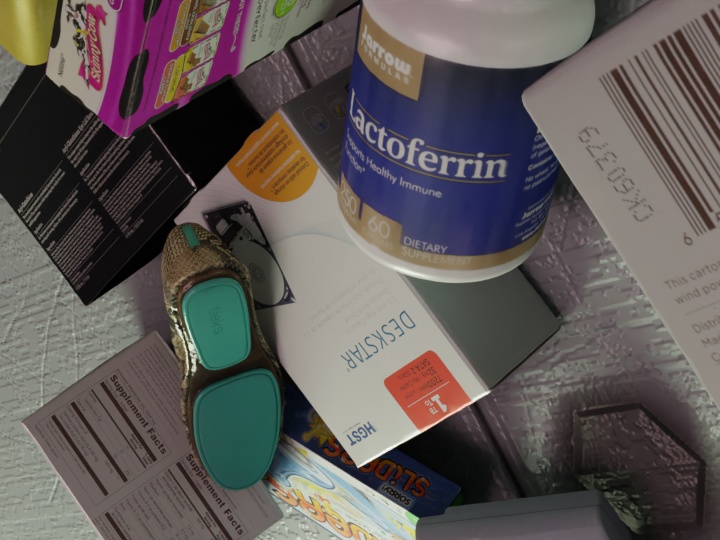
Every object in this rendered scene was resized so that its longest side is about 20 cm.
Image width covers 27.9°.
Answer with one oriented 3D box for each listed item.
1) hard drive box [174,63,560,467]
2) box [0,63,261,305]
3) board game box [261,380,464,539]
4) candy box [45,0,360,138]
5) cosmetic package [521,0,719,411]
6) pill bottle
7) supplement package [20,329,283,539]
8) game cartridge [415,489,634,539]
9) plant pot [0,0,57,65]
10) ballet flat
[{"bbox_3d":[0.000,0.000,0.884,0.200,0.077,0.156,52,141,1],"label":"hard drive box"},{"bbox_3d":[-0.169,-0.084,0.988,0.141,0.079,0.200,51,141,-1],"label":"box"},{"bbox_3d":[-0.013,0.145,1.003,0.200,0.034,0.135,28,153,28],"label":"board game box"},{"bbox_3d":[-0.057,-0.168,0.721,0.061,0.200,0.137,40,137,16],"label":"candy box"},{"bbox_3d":[0.205,-0.066,0.537,0.165,0.200,0.165,-30,95,50],"label":"cosmetic package"},{"bbox_3d":[0.053,-0.102,0.728,0.116,0.116,0.200,31,135,25],"label":"pill bottle"},{"bbox_3d":[-0.153,0.145,1.051,0.156,0.111,0.200,55,166,2],"label":"supplement package"},{"bbox_3d":[0.122,0.226,0.909,0.133,0.042,0.200,-8,121,19],"label":"game cartridge"},{"bbox_3d":[-0.180,-0.238,0.810,0.200,0.200,0.177,41,150,14],"label":"plant pot"},{"bbox_3d":[-0.089,0.049,0.914,0.075,0.068,0.200,-118,16,-45],"label":"ballet flat"}]
